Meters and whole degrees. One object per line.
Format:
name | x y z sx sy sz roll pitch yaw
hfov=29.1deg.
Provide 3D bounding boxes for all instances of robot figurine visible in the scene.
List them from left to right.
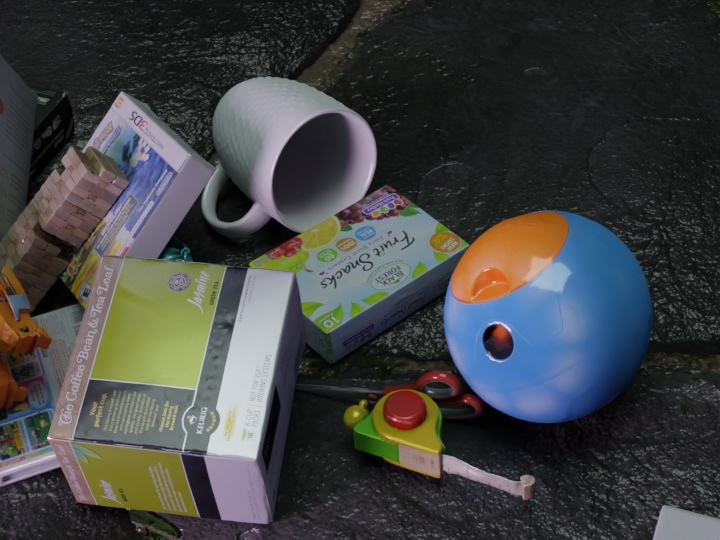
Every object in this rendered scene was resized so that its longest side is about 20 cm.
robot figurine | -0.390 0.037 1.398 0.058 0.146 0.200 -1 41 -47

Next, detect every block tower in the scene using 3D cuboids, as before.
block tower | -0.332 -0.039 1.475 0.201 0.054 0.058 -52 43 9

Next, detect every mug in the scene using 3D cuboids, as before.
mug | -0.105 -0.125 1.586 0.201 0.148 0.175 -51 45 -3

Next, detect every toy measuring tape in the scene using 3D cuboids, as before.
toy measuring tape | 0.078 0.158 1.309 0.198 0.074 0.074 15 46 19

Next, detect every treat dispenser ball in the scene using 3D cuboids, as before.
treat dispenser ball | 0.178 0.044 1.325 0.198 0.203 0.202 -2 42 2

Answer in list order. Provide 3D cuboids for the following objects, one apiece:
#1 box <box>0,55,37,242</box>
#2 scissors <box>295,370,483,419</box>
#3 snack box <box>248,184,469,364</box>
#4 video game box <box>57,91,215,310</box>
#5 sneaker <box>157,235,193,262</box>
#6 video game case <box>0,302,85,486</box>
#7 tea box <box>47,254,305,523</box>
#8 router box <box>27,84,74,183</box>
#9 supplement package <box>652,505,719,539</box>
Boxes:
box | -0.439 -0.128 1.532 0.105 0.152 0.203 1 76 6
scissors | 0.026 0.129 1.374 0.198 0.073 0.014 -8 49 32
snack box | 0.000 0.000 1.494 0.199 0.053 0.142 -31 51 -26
video game box | -0.262 -0.072 1.499 0.201 0.047 0.182 -56 41 5
sneaker | -0.197 0.017 1.470 0.077 0.080 0.200 -23 47 -20
video game case | -0.338 0.126 1.407 0.180 0.024 0.201 -17 45 -13
tea box | -0.165 0.110 1.299 0.194 0.134 0.202 6 56 7
router box | -0.473 -0.170 1.704 0.197 0.063 0.150 14 46 18
supplement package | 0.262 0.294 1.049 0.108 0.202 0.114 12 45 18
